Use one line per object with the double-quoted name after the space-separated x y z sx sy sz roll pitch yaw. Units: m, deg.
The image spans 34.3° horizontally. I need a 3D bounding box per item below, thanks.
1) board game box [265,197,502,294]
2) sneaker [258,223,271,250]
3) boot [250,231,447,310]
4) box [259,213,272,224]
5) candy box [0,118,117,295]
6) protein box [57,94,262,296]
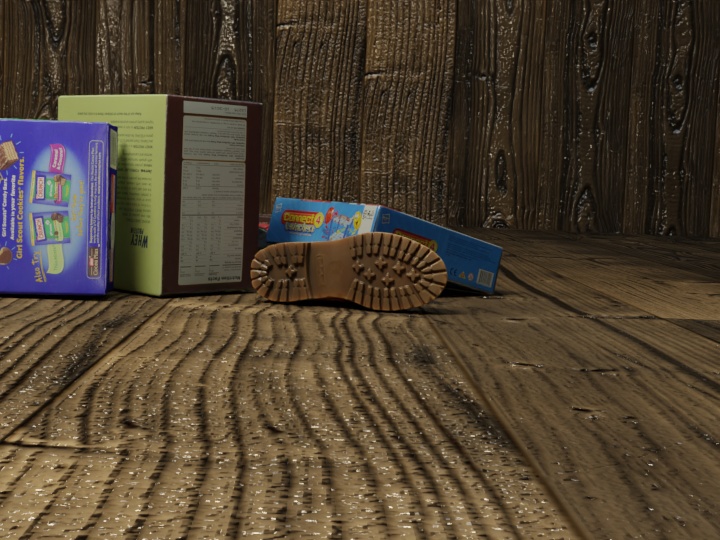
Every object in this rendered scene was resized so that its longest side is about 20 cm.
0.027 -0.029 1.355 0.199 0.056 0.195 17 -5 -39 "board game box"
-0.180 -0.031 1.434 0.199 0.072 0.098 7 4 34 "sneaker"
0.000 0.000 1.185 0.198 0.076 0.107 3 0 20 "boot"
-0.057 -0.036 1.577 0.199 0.076 0.100 4 4 38 "box"
-0.343 -0.063 1.144 0.198 0.171 0.077 2 1 -6 "candy box"
-0.221 -0.084 1.267 0.197 0.202 0.134 7 6 43 "protein box"
